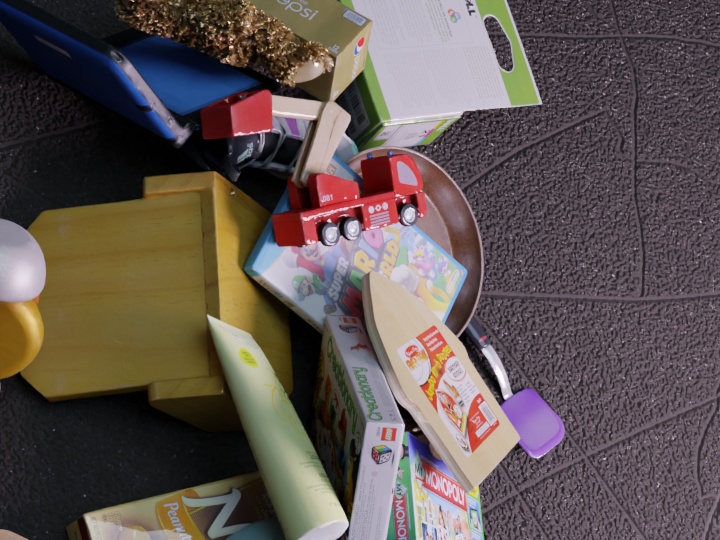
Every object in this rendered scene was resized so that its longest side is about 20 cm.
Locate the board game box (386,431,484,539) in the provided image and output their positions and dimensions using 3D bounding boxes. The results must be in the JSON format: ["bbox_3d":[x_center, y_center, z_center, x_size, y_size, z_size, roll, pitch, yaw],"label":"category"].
[{"bbox_3d":[0.066,0.227,1.423,0.200,0.029,0.135,40,43,-62],"label":"board game box"}]

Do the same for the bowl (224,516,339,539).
[{"bbox_3d":[-0.043,0.306,1.317,0.200,0.105,0.202,-4,98,-29],"label":"bowl"}]

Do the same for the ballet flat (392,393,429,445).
[{"bbox_3d":[0.038,0.149,1.502,0.072,0.068,0.200,43,54,19],"label":"ballet flat"}]

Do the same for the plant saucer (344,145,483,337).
[{"bbox_3d":[0.030,-0.015,1.544,0.199,0.034,0.201,7,79,-36],"label":"plant saucer"}]

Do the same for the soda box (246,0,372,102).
[{"bbox_3d":[-0.090,-0.241,1.550,0.199,0.068,0.064,32,56,14],"label":"soda box"}]

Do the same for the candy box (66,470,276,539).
[{"bbox_3d":[-0.132,0.240,1.372,0.199,0.055,0.116,-10,77,-30],"label":"candy box"}]

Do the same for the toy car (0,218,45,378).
[{"bbox_3d":[-0.348,0.009,1.311,0.199,0.176,0.150,20,27,-19],"label":"toy car"}]

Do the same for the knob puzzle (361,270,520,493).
[{"bbox_3d":[0.054,0.091,1.437,0.220,0.030,0.220,46,22,-25],"label":"knob puzzle"}]

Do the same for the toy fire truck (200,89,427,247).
[{"bbox_3d":[-0.035,-0.093,1.425,0.199,0.049,0.142,-15,99,-37],"label":"toy fire truck"}]

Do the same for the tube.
[{"bbox_3d":[-0.070,0.126,1.326,0.052,0.058,0.201,-14,62,-24],"label":"tube"}]

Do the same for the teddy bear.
[{"bbox_3d":[-0.113,-0.217,1.447,0.199,0.145,0.067,24,100,13],"label":"teddy bear"}]

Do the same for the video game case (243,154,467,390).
[{"bbox_3d":[0.000,0.000,1.487,0.200,0.018,0.144,40,61,-24],"label":"video game case"}]

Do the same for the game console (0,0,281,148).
[{"bbox_3d":[-0.197,-0.198,1.430,0.118,0.200,0.171,-51,141,-13],"label":"game console"}]

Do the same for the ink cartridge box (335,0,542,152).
[{"bbox_3d":[0.065,-0.206,1.654,0.199,0.076,0.149,-9,73,-31],"label":"ink cartridge box"}]

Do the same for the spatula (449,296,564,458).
[{"bbox_3d":[0.127,0.088,1.594,0.056,0.021,0.200,-30,85,-32],"label":"spatula"}]

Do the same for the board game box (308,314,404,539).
[{"bbox_3d":[-0.006,0.136,1.377,0.034,0.200,0.127,4,112,-13],"label":"board game box"}]

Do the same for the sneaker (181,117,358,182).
[{"bbox_3d":[-0.096,-0.110,1.494,0.199,0.078,0.140,21,25,-9],"label":"sneaker"}]

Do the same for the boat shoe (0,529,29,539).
[{"bbox_3d":[-0.327,0.216,1.269,0.199,0.070,0.071,29,55,-14],"label":"boat shoe"}]

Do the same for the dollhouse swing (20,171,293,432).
[{"bbox_3d":[-0.178,0.039,1.446,0.182,0.175,0.201,38,43,-61],"label":"dollhouse swing"}]
